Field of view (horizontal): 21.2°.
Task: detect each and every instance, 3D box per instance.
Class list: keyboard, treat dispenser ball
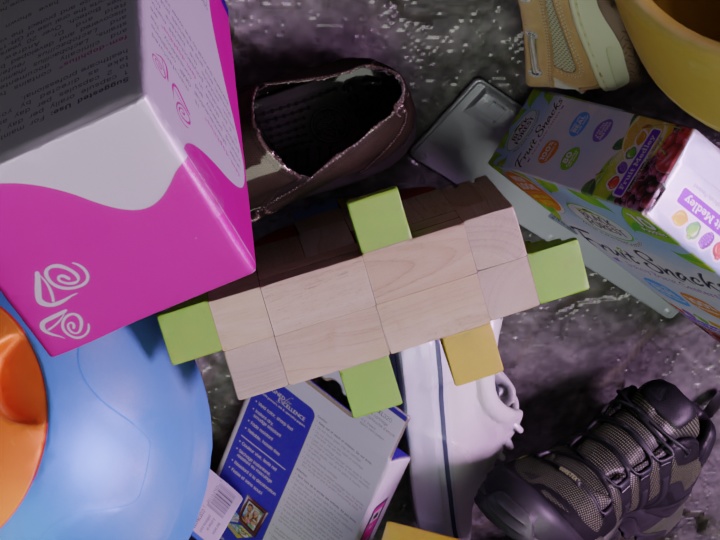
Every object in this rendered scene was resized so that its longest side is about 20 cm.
[{"bbox_3d":[0.117,-0.035,1.031,0.199,0.011,0.056,30,123,-28],"label":"keyboard"},{"bbox_3d":[-0.173,0.086,0.953,0.199,0.202,0.202,-5,129,-6],"label":"treat dispenser ball"}]

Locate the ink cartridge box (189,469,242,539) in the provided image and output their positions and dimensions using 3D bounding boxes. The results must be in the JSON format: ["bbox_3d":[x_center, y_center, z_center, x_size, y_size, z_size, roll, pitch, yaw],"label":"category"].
[{"bbox_3d":[-0.148,0.200,1.098,0.039,0.100,0.200,40,125,-7],"label":"ink cartridge box"}]

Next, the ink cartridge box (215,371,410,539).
[{"bbox_3d":[-0.034,0.122,1.079,0.094,0.037,0.201,36,129,19],"label":"ink cartridge box"}]

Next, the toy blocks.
[{"bbox_3d":[0.000,0.000,0.961,0.198,0.137,0.101,-17,105,-2],"label":"toy blocks"}]

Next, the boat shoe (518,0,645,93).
[{"bbox_3d":[0.078,-0.160,0.890,0.075,0.072,0.201,-7,129,17],"label":"boat shoe"}]

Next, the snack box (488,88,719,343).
[{"bbox_3d":[0.177,-0.010,0.964,0.199,0.142,0.053,35,84,-29],"label":"snack box"}]

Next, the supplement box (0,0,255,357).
[{"bbox_3d":[-0.114,-0.077,0.833,0.103,0.201,0.102,-23,128,9],"label":"supplement box"}]

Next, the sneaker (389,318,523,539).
[{"bbox_3d":[0.058,0.092,1.080,0.070,0.073,0.201,-10,131,-4],"label":"sneaker"}]

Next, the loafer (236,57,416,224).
[{"bbox_3d":[-0.062,-0.057,0.910,0.199,0.073,0.071,-27,171,-16],"label":"loafer"}]

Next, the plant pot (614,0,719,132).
[{"bbox_3d":[0.224,-0.120,0.876,0.199,0.202,0.189,-22,145,9],"label":"plant pot"}]

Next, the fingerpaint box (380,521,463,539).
[{"bbox_3d":[0.112,0.212,1.049,0.198,0.074,0.167,12,161,19],"label":"fingerpaint box"}]

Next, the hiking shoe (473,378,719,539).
[{"bbox_3d":[0.137,0.102,1.072,0.199,0.076,0.101,-4,126,-57],"label":"hiking shoe"}]
